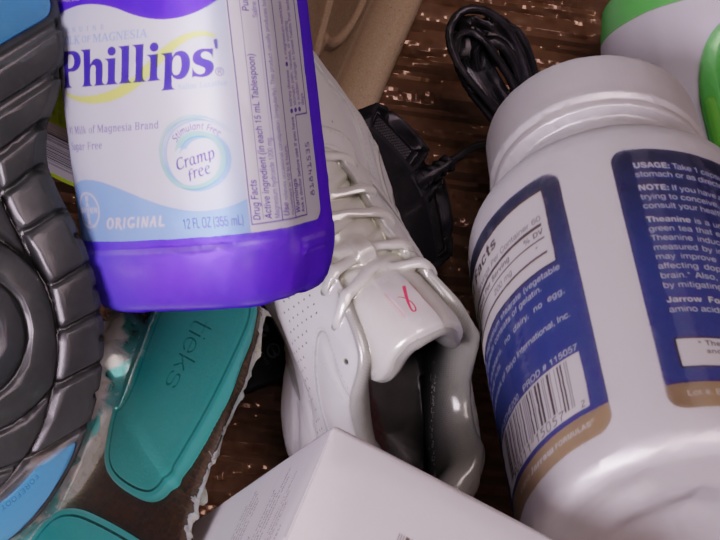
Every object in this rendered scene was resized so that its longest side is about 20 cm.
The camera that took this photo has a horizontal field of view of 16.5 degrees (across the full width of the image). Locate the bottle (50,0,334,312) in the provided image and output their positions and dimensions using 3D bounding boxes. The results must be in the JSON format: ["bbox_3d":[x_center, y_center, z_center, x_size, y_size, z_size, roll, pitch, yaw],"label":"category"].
[{"bbox_3d":[-0.058,-0.088,0.797,0.065,0.083,0.201,-18,104,-59],"label":"bottle"}]

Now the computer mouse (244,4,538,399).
[{"bbox_3d":[0.008,0.003,0.968,0.200,0.046,0.141,-38,106,-21],"label":"computer mouse"}]

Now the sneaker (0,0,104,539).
[{"bbox_3d":[-0.131,-0.010,0.806,0.073,0.082,0.201,1,89,-31],"label":"sneaker"}]

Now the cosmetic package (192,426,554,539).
[{"bbox_3d":[-0.009,0.129,0.830,0.107,0.200,0.085,27,66,-8],"label":"cosmetic package"}]

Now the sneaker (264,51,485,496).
[{"bbox_3d":[0.000,0.000,0.882,0.078,0.099,0.201,-28,101,-22],"label":"sneaker"}]

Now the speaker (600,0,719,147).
[{"bbox_3d":[0.153,-0.019,0.996,0.088,0.088,0.201,-7,76,-20],"label":"speaker"}]

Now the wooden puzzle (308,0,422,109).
[{"bbox_3d":[-0.006,-0.169,0.939,0.046,0.200,0.186,17,72,17],"label":"wooden puzzle"}]

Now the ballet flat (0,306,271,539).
[{"bbox_3d":[-0.091,0.083,0.846,0.072,0.072,0.200,30,65,-7],"label":"ballet flat"}]

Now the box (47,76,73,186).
[{"bbox_3d":[-0.073,-0.140,0.937,0.048,0.122,0.200,24,66,3],"label":"box"}]

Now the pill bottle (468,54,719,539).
[{"bbox_3d":[0.098,0.020,0.879,0.111,0.111,0.200,8,44,-16],"label":"pill bottle"}]
